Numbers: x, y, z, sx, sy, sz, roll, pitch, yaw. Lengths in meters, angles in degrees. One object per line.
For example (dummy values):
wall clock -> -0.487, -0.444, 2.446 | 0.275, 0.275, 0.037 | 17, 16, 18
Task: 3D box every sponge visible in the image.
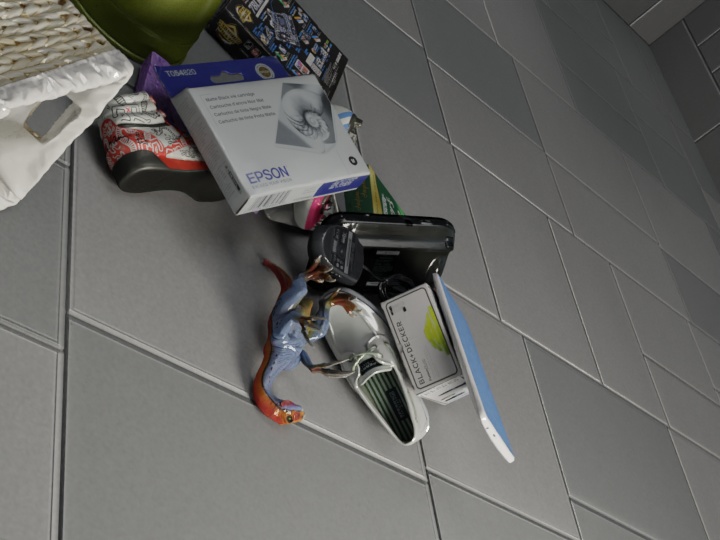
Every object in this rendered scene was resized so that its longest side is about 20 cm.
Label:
sponge -> -0.185, -0.163, 1.408 | 0.199, 0.030, 0.113 | 37, 32, -29

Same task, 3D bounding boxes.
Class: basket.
basket -> -0.332, -0.147, 0.974 | 0.161, 0.198, 0.200 | 50, 27, 1

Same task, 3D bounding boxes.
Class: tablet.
tablet -> 0.127, 0.111, 1.362 | 0.130, 0.013, 0.202 | 55, 15, -53

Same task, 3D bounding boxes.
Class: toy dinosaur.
toy dinosaur -> -0.073, 0.082, 1.279 | 0.182, 0.198, 0.106 | -49, 121, -29

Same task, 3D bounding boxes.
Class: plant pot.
plant pot -> -0.225, -0.382, 1.420 | 0.200, 0.192, 0.202 | 38, 30, -27

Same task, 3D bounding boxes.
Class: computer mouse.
computer mouse -> 0.000, 0.000, 1.390 | 0.199, 0.034, 0.060 | 33, 58, -46

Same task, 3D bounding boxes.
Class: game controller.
game controller -> 0.026, -0.019, 1.447 | 0.197, 0.105, 0.042 | 2, 37, -33

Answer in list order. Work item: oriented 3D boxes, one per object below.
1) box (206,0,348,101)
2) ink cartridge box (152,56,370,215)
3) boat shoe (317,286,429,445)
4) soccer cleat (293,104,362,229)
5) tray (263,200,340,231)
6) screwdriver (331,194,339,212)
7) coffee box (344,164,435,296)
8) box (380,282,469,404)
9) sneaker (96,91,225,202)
box -> -0.112, -0.322, 1.687 | 0.198, 0.050, 0.201 | 44, 29, -17
ink cartridge box -> -0.107, -0.168, 1.333 | 0.198, 0.041, 0.202 | -17, 69, -46
boat shoe -> 0.018, 0.107, 1.351 | 0.201, 0.073, 0.067 | 54, 9, 1
soccer cleat -> -0.062, -0.129, 1.433 | 0.085, 0.070, 0.202 | 19, 47, 1
tray -> -0.077, -0.103, 1.472 | 0.199, 0.022, 0.109 | 12, 55, -64
screwdriver -> -0.031, -0.079, 1.489 | 0.029, 0.027, 0.203 | 169, -93, -86
coffee box -> 0.045, -0.028, 1.549 | 0.200, 0.043, 0.124 | 51, 23, -38
box -> 0.090, 0.093, 1.423 | 0.200, 0.059, 0.118 | 36, 32, -72
sneaker -> -0.204, -0.140, 1.308 | 0.200, 0.067, 0.109 | 1, 59, -54
